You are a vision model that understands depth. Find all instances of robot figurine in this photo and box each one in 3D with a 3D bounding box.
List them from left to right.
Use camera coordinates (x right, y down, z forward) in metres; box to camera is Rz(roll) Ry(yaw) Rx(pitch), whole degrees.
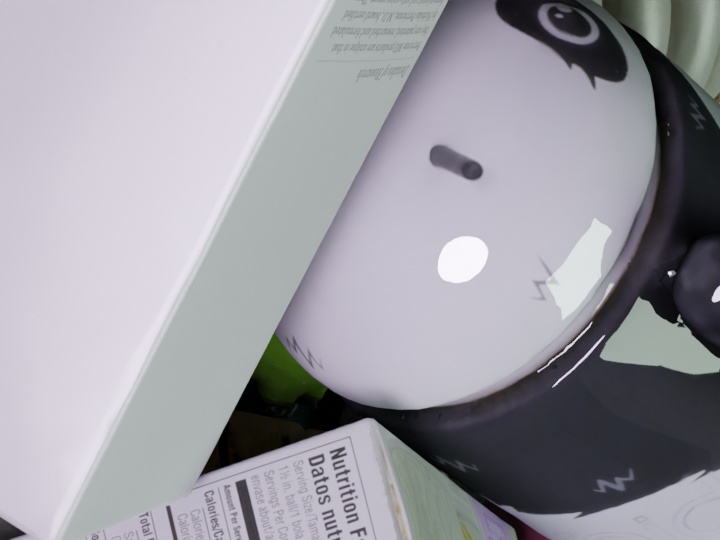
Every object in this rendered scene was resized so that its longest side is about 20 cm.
[{"bbox_3d":[0.057,0.001,0.766,0.150,0.125,0.200,-26,140,28],"label":"robot figurine"}]

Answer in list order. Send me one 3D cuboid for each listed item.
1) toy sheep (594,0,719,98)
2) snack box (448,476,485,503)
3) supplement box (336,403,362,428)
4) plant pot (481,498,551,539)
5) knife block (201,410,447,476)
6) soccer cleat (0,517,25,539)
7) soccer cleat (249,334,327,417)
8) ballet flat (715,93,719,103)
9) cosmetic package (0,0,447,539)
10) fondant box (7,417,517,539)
[{"bbox_3d":[0.050,-0.086,0.857,0.200,0.138,0.138,-30,149,-46],"label":"toy sheep"},{"bbox_3d":[0.049,0.132,1.045,0.053,0.142,0.200,19,110,-50],"label":"snack box"},{"bbox_3d":[0.057,0.080,1.185,0.125,0.074,0.201,-3,134,-26],"label":"supplement box"},{"bbox_3d":[0.073,0.163,0.873,0.180,0.199,0.200,-69,163,11],"label":"plant pot"},{"bbox_3d":[-0.060,0.108,0.970,0.199,0.064,0.175,14,151,-43],"label":"knife block"},{"bbox_3d":[-0.069,0.011,0.780,0.078,0.069,0.201,-35,149,-62],"label":"soccer cleat"},{"bbox_3d":[0.000,0.000,0.982,0.200,0.067,0.081,-8,116,-70],"label":"soccer cleat"},{"bbox_3d":[0.118,-0.083,1.189,0.200,0.070,0.065,-59,154,-12],"label":"ballet flat"},{"bbox_3d":[-0.051,-0.053,0.636,0.201,0.107,0.085,-61,165,15],"label":"cosmetic package"},{"bbox_3d":[-0.061,0.110,0.759,0.199,0.059,0.144,-18,160,12],"label":"fondant box"}]
